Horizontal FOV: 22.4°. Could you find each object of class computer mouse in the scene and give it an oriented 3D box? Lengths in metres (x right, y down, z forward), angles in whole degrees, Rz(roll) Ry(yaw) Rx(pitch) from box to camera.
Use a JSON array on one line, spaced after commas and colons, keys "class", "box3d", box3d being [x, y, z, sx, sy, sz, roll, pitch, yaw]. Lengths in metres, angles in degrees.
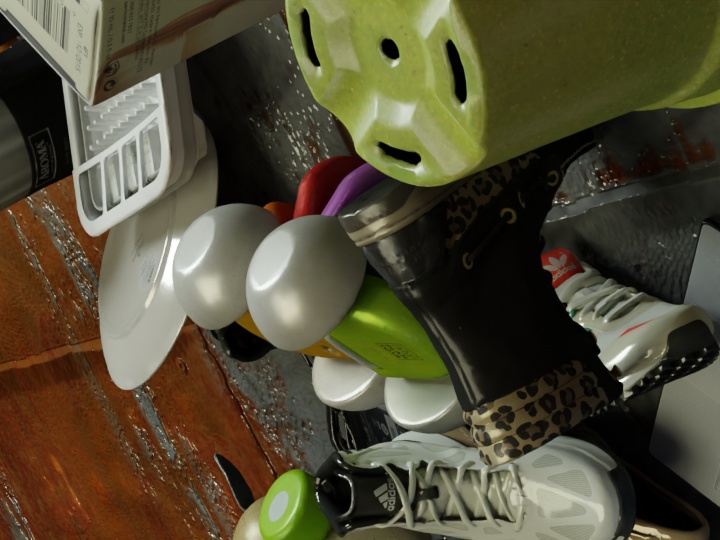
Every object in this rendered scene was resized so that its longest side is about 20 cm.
[{"class": "computer mouse", "box3d": [0.030, 0.099, 1.248, 0.200, 0.053, 0.139, 35, 145, 53]}]

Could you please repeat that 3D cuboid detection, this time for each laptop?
[{"class": "laptop", "box3d": [0.206, 0.114, 0.944, 0.200, 0.116, 0.188, 38, 142, 30]}]

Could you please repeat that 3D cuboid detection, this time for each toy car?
[{"class": "toy car", "box3d": [-0.036, 0.196, 1.332, 0.164, 0.158, 0.200, 29, -168, -28]}, {"class": "toy car", "box3d": [0.000, 0.000, 1.117, 0.175, 0.150, 0.200, 35, 166, -32]}]

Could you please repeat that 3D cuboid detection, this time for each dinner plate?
[{"class": "dinner plate", "box3d": [-0.153, -0.014, 1.308, 0.200, 0.024, 0.201, -39, 43, 51]}]

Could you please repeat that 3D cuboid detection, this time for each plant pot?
[{"class": "plant pot", "box3d": [0.073, -0.134, 0.853, 0.200, 0.184, 0.201, 34, 140, 34]}]

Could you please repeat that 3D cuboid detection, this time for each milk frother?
[{"class": "milk frother", "box3d": [-0.328, -0.134, 1.412, 0.200, 0.188, 0.181, 21, 132, 45]}]

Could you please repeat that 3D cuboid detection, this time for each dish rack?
[{"class": "dish rack", "box3d": [-0.158, -0.135, 1.260, 0.172, 0.043, 0.201, -24, 73, 59]}]

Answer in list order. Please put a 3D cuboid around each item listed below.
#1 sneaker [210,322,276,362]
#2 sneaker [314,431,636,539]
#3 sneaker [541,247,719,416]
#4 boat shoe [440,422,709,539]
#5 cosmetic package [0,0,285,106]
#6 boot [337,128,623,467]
[{"class": "sneaker", "box3d": [-0.093, 0.022, 1.290, 0.200, 0.077, 0.084, 179, 94, -67]}, {"class": "sneaker", "box3d": [0.054, 0.138, 1.056, 0.200, 0.115, 0.076, 0, 95, 44]}, {"class": "sneaker", "box3d": [0.124, 0.031, 1.017, 0.094, 0.070, 0.200, 67, 161, 4]}, {"class": "boat shoe", "box3d": [0.129, 0.122, 1.113, 0.200, 0.071, 0.065, 33, 131, 27]}, {"class": "cosmetic package", "box3d": [-0.100, -0.190, 1.035, 0.103, 0.200, 0.087, 46, 148, 22]}, {"class": "boot", "box3d": [0.084, 0.001, 0.935, 0.073, 0.200, 0.151, -26, 91, 36]}]
